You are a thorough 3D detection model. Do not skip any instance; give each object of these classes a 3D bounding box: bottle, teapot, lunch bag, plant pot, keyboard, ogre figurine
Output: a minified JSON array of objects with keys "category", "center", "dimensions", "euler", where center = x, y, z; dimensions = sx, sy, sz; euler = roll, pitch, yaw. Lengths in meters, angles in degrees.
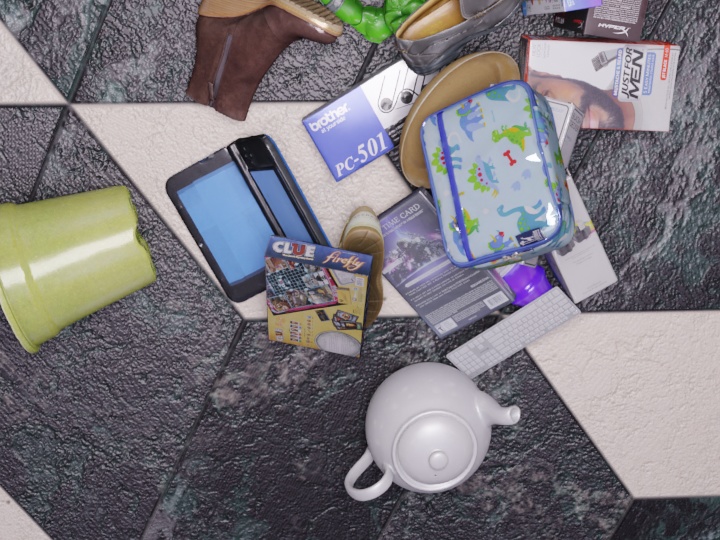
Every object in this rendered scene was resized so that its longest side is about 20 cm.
[{"category":"bottle","center":[0.194,-0.013,1.339],"dimensions":[0.200,0.065,0.084],"euler":[42,105,-14]},{"category":"teapot","center":[0.095,0.237,1.367],"dimensions":[0.194,0.146,0.203],"euler":[16,106,-8]},{"category":"lunch bag","center":[0.158,-0.107,1.149],"dimensions":[0.159,0.082,0.204],"euler":[-15,78,29]},{"category":"plant pot","center":[0.122,-0.195,1.242],"dimensions":[0.027,0.199,0.201],"euler":[44,103,30]},{"category":"keyboard","center":[0.211,0.089,1.360],"dimensions":[0.199,0.011,0.056],"euler":[-36,119,29]},{"category":"ogre figurine","center":[0.045,-0.346,1.198],"dimensions":[0.198,0.099,0.120],"euler":[-30,134,16]},{"category":"plant pot","center":[-0.366,-0.020,1.253],"dimensions":[0.181,0.200,0.204],"euler":[-19,108,-9]}]

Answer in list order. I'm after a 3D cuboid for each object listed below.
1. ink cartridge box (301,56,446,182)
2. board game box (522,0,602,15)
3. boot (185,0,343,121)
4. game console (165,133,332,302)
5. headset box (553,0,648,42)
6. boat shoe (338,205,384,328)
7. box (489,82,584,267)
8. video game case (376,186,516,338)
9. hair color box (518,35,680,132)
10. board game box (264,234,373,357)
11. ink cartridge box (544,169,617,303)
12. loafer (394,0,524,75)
[{"category":"ink cartridge box","center":[0.030,-0.209,1.280],"dimensions":[0.198,0.044,0.095],"euler":[-31,105,6]},{"category":"board game box","center":[0.230,-0.376,1.155],"dimensions":[0.044,0.200,0.137],"euler":[-9,103,-2]},{"category":"boot","center":[-0.123,-0.267,1.220],"dimensions":[0.198,0.072,0.169],"euler":[24,113,19]},{"category":"game console","center":[-0.144,-0.061,1.283],"dimensions":[0.118,0.170,0.202],"euler":[-36,108,-20]},{"category":"headset box","center":[0.305,-0.390,1.187],"dimensions":[0.076,0.149,0.204],"euler":[6,108,-6]},{"category":"boat shoe","center":[0.000,0.000,1.316],"dimensions":[0.073,0.067,0.202],"euler":[8,135,-5]},{"category":"box","center":[0.190,-0.118,1.210],"dimensions":[0.115,0.060,0.204],"euler":[18,95,27]},{"category":"video game case","center":[0.097,-0.006,1.323],"dimensions":[0.142,0.019,0.200],"euler":[-30,108,40]},{"category":"hair color box","center":[0.307,-0.245,1.276],"dimensions":[0.196,0.064,0.113],"euler":[1,108,-2]},{"category":"board game box","center":[-0.056,0.038,1.281],"dimensions":[0.133,0.035,0.201],"euler":[11,145,3]},{"category":"ink cartridge box","center":[0.260,-0.072,1.298],"dimensions":[0.067,0.115,0.202],"euler":[-27,106,5]},{"category":"loafer","center":[0.125,-0.311,1.138],"dimensions":[0.199,0.072,0.073],"euler":[-42,66,11]}]
